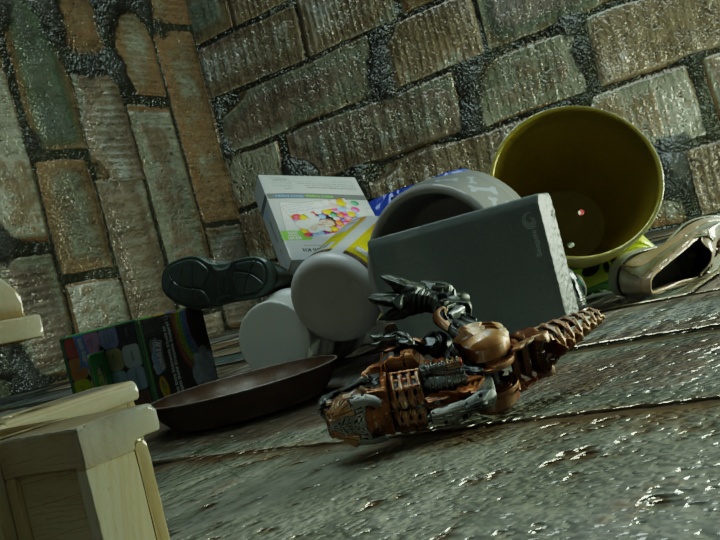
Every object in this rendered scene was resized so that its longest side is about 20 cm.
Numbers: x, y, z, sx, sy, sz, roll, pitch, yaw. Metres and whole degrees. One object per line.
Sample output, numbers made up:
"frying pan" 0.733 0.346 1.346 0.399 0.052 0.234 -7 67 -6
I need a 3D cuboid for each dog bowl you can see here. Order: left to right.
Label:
"dog bowl" 0.092 -0.005 0.924 0.200 0.201 0.059 -14 -1 39

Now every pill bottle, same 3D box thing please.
"pill bottle" -0.071 0.075 1.139 0.114 0.114 0.200 -14 0 19
"pill bottle" 0.000 0.000 1.078 0.109 0.109 0.200 -14 15 25

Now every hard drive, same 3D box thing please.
"hard drive" 0.107 0.016 0.857 0.200 0.140 0.033 -14 -1 38

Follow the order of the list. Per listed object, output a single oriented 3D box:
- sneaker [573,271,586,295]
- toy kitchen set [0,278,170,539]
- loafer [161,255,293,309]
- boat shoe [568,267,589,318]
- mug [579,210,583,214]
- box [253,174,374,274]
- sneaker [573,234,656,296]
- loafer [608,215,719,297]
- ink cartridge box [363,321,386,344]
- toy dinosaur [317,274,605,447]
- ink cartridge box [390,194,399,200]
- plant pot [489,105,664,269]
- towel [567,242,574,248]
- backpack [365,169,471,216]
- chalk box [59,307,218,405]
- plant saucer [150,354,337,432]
"sneaker" 0.169 0.036 1.067 0.200 0.072 0.080 -13 -4 20
"toy kitchen set" -0.150 0.069 0.471 0.200 0.164 0.180 -14 0 33
"loafer" -0.177 0.017 1.171 0.200 0.072 0.063 -2 -5 36
"boat shoe" 0.152 0.044 0.979 0.200 0.063 0.073 -14 0 29
"mug" 0.350 -0.037 1.505 0.177 0.134 0.200 -16 2 40
"box" -0.054 -0.064 1.254 0.156 0.200 0.041 -1 -49 -22
"sneaker" 0.326 0.007 1.192 0.083 0.074 0.200 20 -21 -23
"loafer" 0.390 -0.011 1.057 0.200 0.072 0.063 -21 19 -23
"ink cartridge box" 0.006 0.012 1.409 0.084 0.200 0.146 -17 -1 21
"toy dinosaur" 0.068 0.067 0.589 0.200 0.102 0.136 5 9 -20
"ink cartridge box" 0.092 -0.011 1.165 0.099 0.200 0.039 -16 -2 36
"plant pot" 0.261 -0.082 1.096 0.200 0.200 0.142 -14 -21 3
"towel" 0.219 0.011 1.240 0.200 0.035 0.193 -38 2 -17
"backpack" 0.120 -0.040 1.321 0.200 0.168 0.163 -23 -43 21
"chalk box" -0.292 0.126 1.136 0.124 0.125 0.200 -14 -1 21
"plant saucer" -0.117 0.128 0.908 0.200 0.035 0.200 -13 0 0
